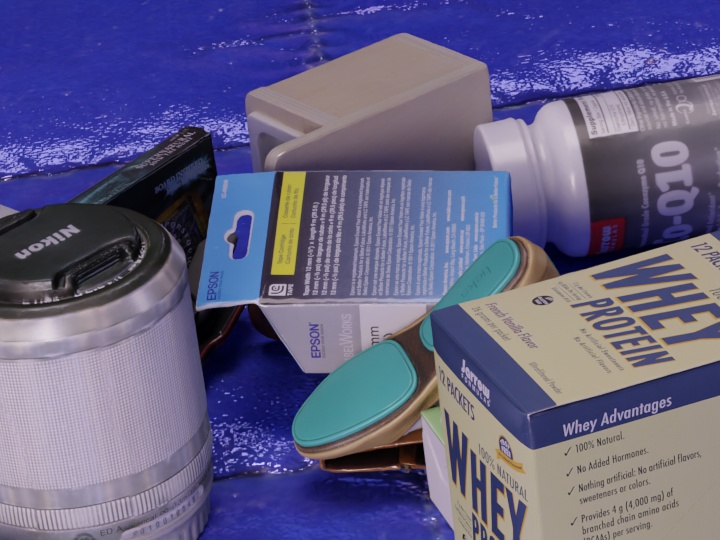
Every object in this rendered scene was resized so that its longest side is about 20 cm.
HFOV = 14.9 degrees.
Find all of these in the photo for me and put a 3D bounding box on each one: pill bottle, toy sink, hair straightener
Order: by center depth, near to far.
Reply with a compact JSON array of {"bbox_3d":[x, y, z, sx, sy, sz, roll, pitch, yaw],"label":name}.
[{"bbox_3d":[-0.130,0.038,1.846,0.041,0.077,0.200,-11,33,36],"label":"hair straightener"},{"bbox_3d":[0.188,-0.071,1.959,0.200,0.114,0.114,-10,27,-5],"label":"pill bottle"},{"bbox_3d":[-0.010,-0.073,1.992,0.200,0.131,0.112,-26,33,-31],"label":"toy sink"}]

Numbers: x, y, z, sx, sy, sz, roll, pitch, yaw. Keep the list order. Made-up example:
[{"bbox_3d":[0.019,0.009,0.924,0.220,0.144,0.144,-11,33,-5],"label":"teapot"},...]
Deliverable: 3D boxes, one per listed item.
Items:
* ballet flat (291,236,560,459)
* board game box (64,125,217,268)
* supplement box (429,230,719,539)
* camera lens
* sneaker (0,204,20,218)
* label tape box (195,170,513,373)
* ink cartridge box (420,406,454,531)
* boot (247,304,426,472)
[{"bbox_3d":[0.047,0.061,1.699,0.200,0.063,0.069,-40,39,16],"label":"ballet flat"},{"bbox_3d":[-0.163,0.001,1.876,0.028,0.136,0.200,13,33,33],"label":"board game box"},{"bbox_3d":[0.161,0.111,1.518,0.200,0.200,0.134,-15,28,-16],"label":"supplement box"},{"bbox_3d":[-0.175,0.071,1.673,0.160,0.200,0.160,-6,27,3],"label":"camera lens"},{"bbox_3d":[-0.253,0.037,1.893,0.081,0.147,0.200,44,7,27],"label":"sneaker"},{"bbox_3d":[0.000,0.000,1.797,0.200,0.066,0.143,-2,38,5],"label":"label tape box"},{"bbox_3d":[0.150,0.111,1.664,0.200,0.067,0.117,-14,27,-14],"label":"ink cartridge box"},{"bbox_3d":[0.001,0.072,1.810,0.188,0.069,0.200,5,37,9],"label":"boot"}]
